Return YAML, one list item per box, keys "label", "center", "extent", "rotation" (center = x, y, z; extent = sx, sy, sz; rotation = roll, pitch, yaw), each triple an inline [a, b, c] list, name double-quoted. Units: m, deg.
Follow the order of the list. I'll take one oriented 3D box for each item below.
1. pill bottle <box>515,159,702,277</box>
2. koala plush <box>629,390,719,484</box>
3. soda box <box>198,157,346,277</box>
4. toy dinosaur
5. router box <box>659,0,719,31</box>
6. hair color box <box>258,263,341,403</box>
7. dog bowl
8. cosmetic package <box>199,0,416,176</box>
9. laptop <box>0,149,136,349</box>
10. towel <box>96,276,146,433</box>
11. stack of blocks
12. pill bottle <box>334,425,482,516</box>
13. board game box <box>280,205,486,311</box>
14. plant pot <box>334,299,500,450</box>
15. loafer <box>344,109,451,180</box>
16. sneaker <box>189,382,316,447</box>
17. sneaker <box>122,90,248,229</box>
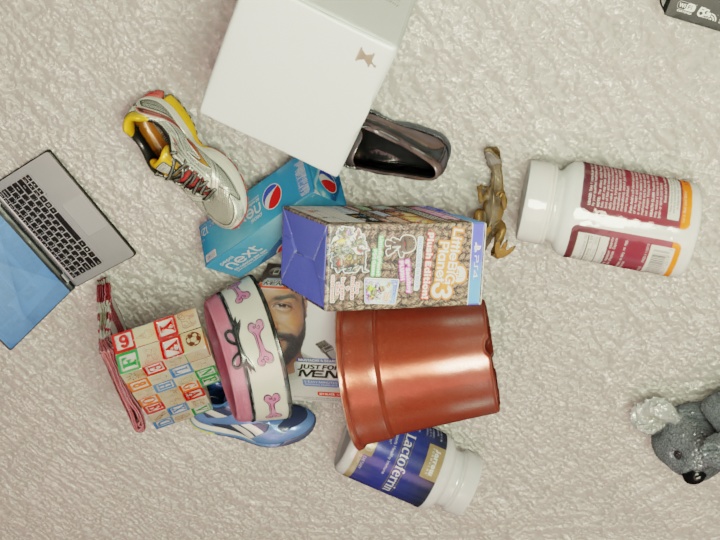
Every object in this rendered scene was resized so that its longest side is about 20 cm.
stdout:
- label: "pill bottle"
  center: [0.288, -0.065, 1.208]
  extent: [0.197, 0.115, 0.115]
  rotation: [11, 127, 5]
- label: "koala plush"
  center: [0.475, 0.219, 1.363]
  extent: [0.177, 0.185, 0.199]
  rotation: [35, 147, -27]
- label: "soda box"
  center: [-0.115, -0.068, 1.313]
  extent: [0.199, 0.065, 0.068]
  rotation: [-31, 149, 30]
- label: "toy dinosaur"
  center: [0.158, -0.051, 1.269]
  extent: [0.060, 0.107, 0.202]
  rotation: [11, 120, -1]
- label: "router box"
  center: [0.425, -0.310, 1.034]
  extent: [0.198, 0.062, 0.151]
  rotation: [16, 126, 1]
- label: "hair color box"
  center: [-0.073, 0.090, 1.433]
  extent: [0.109, 0.064, 0.202]
  rotation: [2, 124, 12]
- label: "dog bowl"
  center: [-0.155, 0.112, 1.375]
  extent: [0.073, 0.201, 0.202]
  rotation: [-16, 126, -14]
- label: "cosmetic package"
  center: [-0.048, -0.245, 1.102]
  extent: [0.165, 0.201, 0.168]
  rotation: [25, 126, -6]
- label: "laptop"
  center: [-0.453, -0.025, 1.403]
  extent: [0.198, 0.116, 0.188]
  rotation: [-24, 117, 26]
- label: "towel"
  center: [-0.333, 0.113, 1.432]
  extent: [0.022, 0.201, 0.145]
  rotation: [-18, 122, -5]
- label: "stack of blocks"
  center: [-0.249, 0.136, 1.379]
  extent: [0.114, 0.059, 0.201]
  rotation: [-18, 152, -7]
- label: "pill bottle"
  center: [0.071, 0.277, 1.501]
  extent: [0.198, 0.116, 0.116]
  rotation: [24, 127, -6]
- label: "board game box"
  center: [0.023, -0.019, 1.210]
  extent: [0.198, 0.159, 0.098]
  rotation: [-1, 101, -22]
- label: "plant pot"
  center: [0.080, 0.126, 1.354]
  extent: [0.193, 0.202, 0.203]
  rotation: [-8, 124, 9]
- label: "loafer"
  center: [0.011, -0.152, 1.240]
  extent: [0.197, 0.063, 0.073]
  rotation: [11, 127, 5]
- label: "sneaker"
  center: [-0.164, 0.207, 1.531]
  extent: [0.197, 0.074, 0.083]
  rotation: [7, 124, 7]
- label: "sneaker"
  center: [-0.222, -0.127, 1.277]
  extent: [0.200, 0.082, 0.078]
  rotation: [47, 124, -4]
